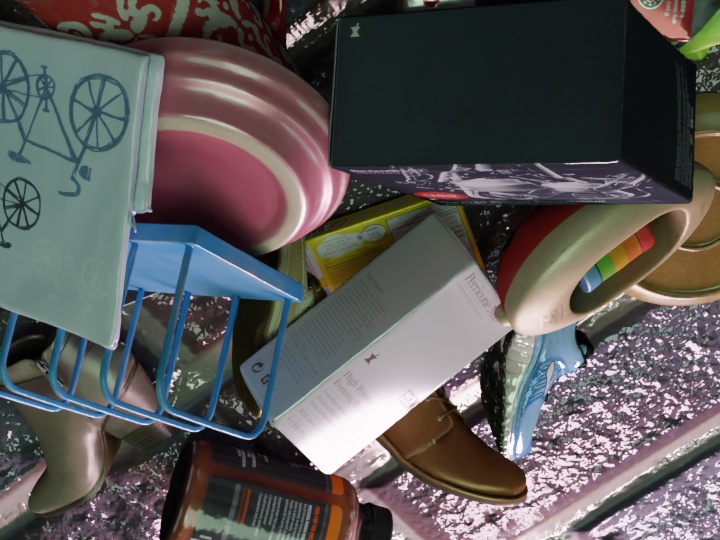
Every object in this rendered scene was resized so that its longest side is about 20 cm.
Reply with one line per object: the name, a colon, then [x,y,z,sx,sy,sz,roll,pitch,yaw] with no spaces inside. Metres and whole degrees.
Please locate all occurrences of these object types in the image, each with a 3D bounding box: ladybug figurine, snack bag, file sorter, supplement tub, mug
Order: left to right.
snack bag: [-0.212,-0.059,0.882,0.188,0.021,0.200,15,104,31]
file sorter: [-0.170,0.042,0.948,0.200,0.123,0.139,4,164,31]
mug: [-0.115,-0.179,0.928,0.177,0.134,0.200,-34,126,9]
supplement tub: [-0.074,0.226,1.202,0.200,0.107,0.107,17,119,-13]
ladybug figurine: [0.180,-0.027,1.023,0.200,0.072,0.136,-34,152,-9]

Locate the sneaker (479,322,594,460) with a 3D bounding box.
sneaker: [0.159,0.085,1.146,0.090,0.078,0.200,1,125,-11]

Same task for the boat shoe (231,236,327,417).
boat shoe: [-0.063,0.028,1.077,0.066,0.074,0.200,-15,134,-28]

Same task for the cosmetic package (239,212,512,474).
cosmetic package: [0.016,0.059,1.050,0.200,0.074,0.102,-38,137,2]

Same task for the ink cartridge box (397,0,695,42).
ink cartridge box: [0.127,-0.235,0.911,0.199,0.084,0.145,3,103,1]

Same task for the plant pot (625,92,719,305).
plant pot: [0.278,-0.049,1.096,0.200,0.028,0.200,-1,122,-2]

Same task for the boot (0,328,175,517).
boot: [-0.262,0.124,1.146,0.200,0.070,0.146,-34,118,22]

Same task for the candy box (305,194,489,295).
candy box: [0.000,0.000,1.112,0.200,0.026,0.102,-18,124,8]

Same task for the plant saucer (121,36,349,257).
plant saucer: [-0.107,-0.071,0.911,0.200,0.051,0.201,6,144,4]

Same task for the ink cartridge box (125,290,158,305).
ink cartridge box: [-0.184,-0.073,1.049,0.200,0.043,0.198,-22,119,9]

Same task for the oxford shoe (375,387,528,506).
oxford shoe: [0.061,0.132,1.137,0.200,0.071,0.071,31,115,11]

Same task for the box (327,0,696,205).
box: [0.107,-0.106,0.898,0.200,0.182,0.104,1,84,28]

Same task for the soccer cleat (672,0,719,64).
soccer cleat: [0.195,-0.174,1.001,0.200,0.068,0.081,-23,98,15]
